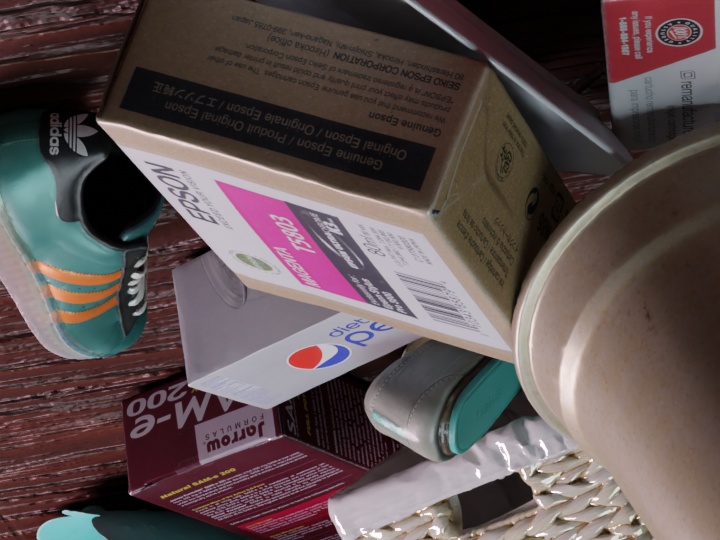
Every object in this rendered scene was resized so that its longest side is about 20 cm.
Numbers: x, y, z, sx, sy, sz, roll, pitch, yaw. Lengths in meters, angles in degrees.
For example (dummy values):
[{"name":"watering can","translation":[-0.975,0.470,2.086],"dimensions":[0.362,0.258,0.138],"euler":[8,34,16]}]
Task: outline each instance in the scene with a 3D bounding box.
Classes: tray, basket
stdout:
[{"name":"tray","translation":[0.025,-0.097,1.267],"dimensions":[0.200,0.022,0.107],"euler":[34,165,-35]},{"name":"basket","translation":[0.126,0.133,1.621],"dimensions":[0.198,0.161,0.200],"euler":[-25,-178,33]}]

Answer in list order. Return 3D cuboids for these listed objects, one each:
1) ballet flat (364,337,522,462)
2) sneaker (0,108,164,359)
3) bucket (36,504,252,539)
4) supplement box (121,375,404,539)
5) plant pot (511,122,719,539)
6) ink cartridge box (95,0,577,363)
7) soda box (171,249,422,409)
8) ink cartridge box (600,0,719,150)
[{"name":"ballet flat","translation":[0.074,0.030,1.545],"dimensions":[0.063,0.200,0.068],"euler":[20,127,31]},{"name":"sneaker","translation":[-0.124,-0.014,1.423],"dimensions":[0.079,0.072,0.200],"euler":[-8,154,11]},{"name":"bucket","translation":[-0.112,0.241,1.834],"dimensions":[0.134,0.208,0.207],"euler":[-3,156,-29]},{"name":"supplement box","translation":[-0.035,0.109,1.730],"dimensions":[0.108,0.061,0.200],"euler":[-22,153,26]},{"name":"plant pot","translation":[0.184,0.069,1.266],"dimensions":[0.199,0.184,0.201],"euler":[-10,134,-11]},{"name":"ink cartridge box","translation":[-0.001,-0.038,1.322],"dimensions":[0.164,0.075,0.200],"euler":[15,165,24]},{"name":"soda box","translation":[0.000,0.000,1.494],"dimensions":[0.200,0.069,0.063],"euler":[-25,152,35]},{"name":"ink cartridge box","translation":[0.199,-0.122,1.251],"dimensions":[0.199,0.084,0.144],"euler":[-5,156,5]}]
